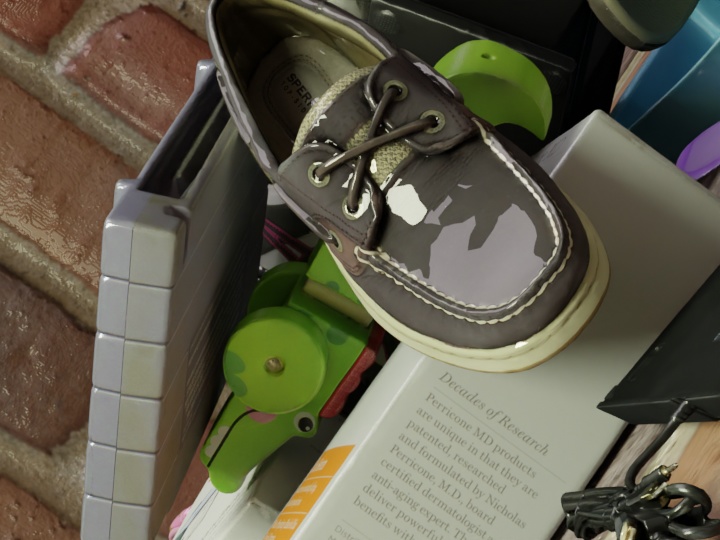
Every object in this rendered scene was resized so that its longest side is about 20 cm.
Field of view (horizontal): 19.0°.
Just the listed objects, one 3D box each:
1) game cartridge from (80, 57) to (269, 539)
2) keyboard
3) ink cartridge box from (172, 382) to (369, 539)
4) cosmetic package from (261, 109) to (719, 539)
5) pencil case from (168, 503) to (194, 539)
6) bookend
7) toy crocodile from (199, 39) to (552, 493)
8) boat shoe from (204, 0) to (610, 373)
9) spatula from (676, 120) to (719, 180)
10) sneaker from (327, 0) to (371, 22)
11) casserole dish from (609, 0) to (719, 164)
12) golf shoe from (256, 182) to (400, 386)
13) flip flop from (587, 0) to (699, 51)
[{"bbox_3d":[-0.066,0.003,0.802,0.200,0.038,0.130,-70,-7,-65],"label":"game cartridge"},{"bbox_3d":[0.098,0.030,0.567,0.127,0.021,0.200,-48,1,-8],"label":"keyboard"},{"bbox_3d":[-0.026,0.118,0.919,0.147,0.086,0.200,-51,6,27],"label":"ink cartridge box"},{"bbox_3d":[0.041,0.051,0.734,0.200,0.071,0.101,-54,3,-11],"label":"cosmetic package"},{"bbox_3d":[-0.022,0.091,1.204,0.200,0.083,0.087,-55,2,-20],"label":"pencil case"},{"bbox_3d":[0.073,-0.087,0.998,0.199,0.092,0.200,98,-162,-45],"label":"bookend"},{"bbox_3d":[0.000,0.000,0.803,0.200,0.062,0.068,-59,4,15],"label":"toy crocodile"},{"bbox_3d":[0.004,-0.037,0.698,0.072,0.065,0.200,-44,42,1],"label":"boat shoe"},{"bbox_3d":[0.178,-0.100,0.756,0.200,0.021,0.057,-52,2,30],"label":"spatula"},{"bbox_3d":[-0.013,-0.123,0.922,0.200,0.075,0.088,67,-140,-61],"label":"sneaker"},{"bbox_3d":[0.158,-0.097,0.894,0.121,0.039,0.200,-56,2,-20],"label":"casserole dish"},{"bbox_3d":[0.009,-0.006,0.888,0.077,0.200,0.088,-24,-60,-40],"label":"golf shoe"},{"bbox_3d":[0.155,-0.179,0.924,0.200,0.081,0.058,-50,18,-24],"label":"flip flop"}]
